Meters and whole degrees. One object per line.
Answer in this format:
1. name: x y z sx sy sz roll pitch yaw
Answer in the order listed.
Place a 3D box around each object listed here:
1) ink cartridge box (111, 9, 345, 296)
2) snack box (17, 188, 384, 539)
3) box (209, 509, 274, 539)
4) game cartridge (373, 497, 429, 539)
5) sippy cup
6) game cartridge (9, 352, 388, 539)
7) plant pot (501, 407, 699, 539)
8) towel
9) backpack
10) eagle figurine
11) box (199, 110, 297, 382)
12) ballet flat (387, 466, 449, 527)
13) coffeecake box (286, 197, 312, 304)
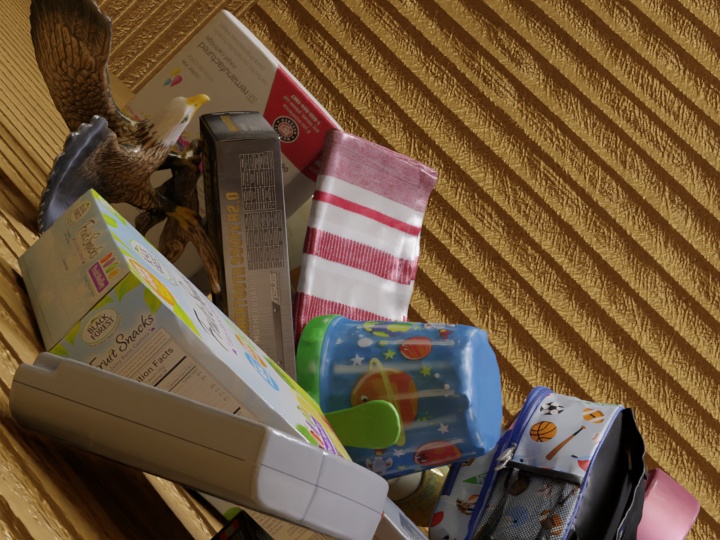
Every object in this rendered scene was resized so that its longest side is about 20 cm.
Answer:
1. ink cartridge box: -0.124 -0.086 1.759 0.148 0.200 0.086 46 2 11
2. snack box: -0.090 0.061 1.201 0.200 0.068 0.169 44 2 -22
3. box: -0.012 0.174 0.895 0.110 0.035 0.200 46 1 -14
4. game cartridge: 0.063 0.235 1.550 0.200 0.042 0.133 46 5 -1
5. sippy cup: 0.034 0.095 1.634 0.178 0.130 0.140 -78 155 -45
6. game cartridge: -0.059 0.084 0.965 0.133 0.041 0.200 13 -8 17
7. plant pot: 0.174 0.227 1.961 0.179 0.200 0.200 40 1 3
8. towel: 0.000 0.000 1.727 0.023 0.201 0.144 7 -6 36
9. backpack: 0.145 0.190 1.686 0.154 0.191 0.200 21 -29 20
10. eagle figurine: -0.173 -0.089 1.505 0.152 0.151 0.200 31 -1 40
11. box: -0.083 -0.009 1.608 0.158 0.048 0.201 -125 -149 -76
12. ballet flat: -0.004 0.138 1.769 0.200 0.071 0.071 41 0 8
13. coffeecake box: -0.053 0.015 1.893 0.154 0.073 0.200 60 -17 3
